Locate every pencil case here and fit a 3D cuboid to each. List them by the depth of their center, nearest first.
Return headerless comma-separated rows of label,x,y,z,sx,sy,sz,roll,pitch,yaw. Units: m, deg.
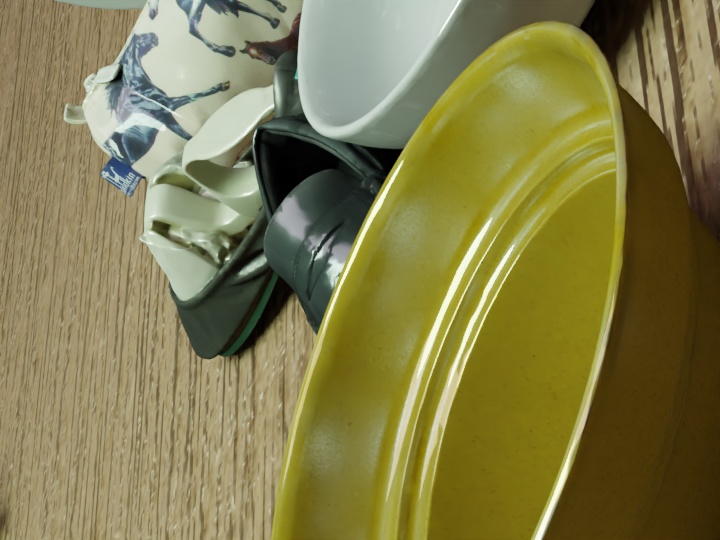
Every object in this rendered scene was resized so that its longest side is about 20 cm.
pencil case,-0.054,-0.125,1.138,0.200,0.089,0.078,-61,21,24

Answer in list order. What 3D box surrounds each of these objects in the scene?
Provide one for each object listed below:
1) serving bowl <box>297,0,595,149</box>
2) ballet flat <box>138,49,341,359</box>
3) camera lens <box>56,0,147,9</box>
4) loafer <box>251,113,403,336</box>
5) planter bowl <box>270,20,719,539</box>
serving bowl,0.048,-0.130,0.889,0.200,0.066,0.200,-53,26,41
ballet flat,-0.048,-0.032,1.062,0.200,0.068,0.068,-50,28,48
camera lens,-0.136,-0.262,1.384,0.160,0.160,0.200,-33,42,61
loafer,0.000,0.000,0.893,0.068,0.070,0.201,-65,20,20
planter bowl,0.053,0.042,0.684,0.200,0.083,0.201,-53,26,40
